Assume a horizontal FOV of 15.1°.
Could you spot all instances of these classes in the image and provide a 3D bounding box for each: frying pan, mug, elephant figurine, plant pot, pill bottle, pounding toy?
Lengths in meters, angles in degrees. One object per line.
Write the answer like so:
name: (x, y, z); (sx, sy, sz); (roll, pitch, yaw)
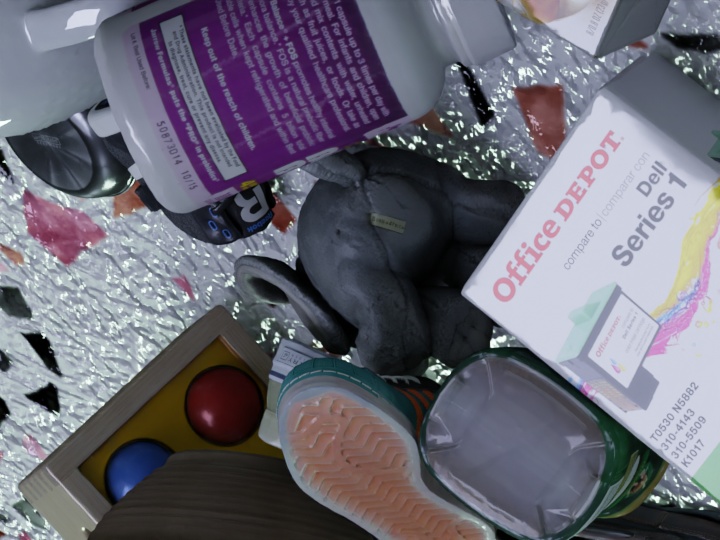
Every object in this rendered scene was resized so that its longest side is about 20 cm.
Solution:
frying pan: (-0.190, -0.114, 1.713); (0.115, 0.031, 0.190); (29, 144, 20)
mug: (-0.163, -0.159, 1.510); (0.200, 0.175, 0.148); (-3, 123, 47)
elephant figurine: (0.000, 0.000, 1.556); (0.200, 0.141, 0.155); (176, 86, -65)
plant pot: (-0.070, 0.159, 1.581); (0.201, 0.093, 0.201); (7, 166, 2)
pill bottle: (-0.026, -0.114, 1.398); (0.200, 0.112, 0.112); (-22, 115, 7)
pounding toy: (-0.074, 0.140, 1.727); (0.200, 0.184, 0.142); (47, 159, -2)

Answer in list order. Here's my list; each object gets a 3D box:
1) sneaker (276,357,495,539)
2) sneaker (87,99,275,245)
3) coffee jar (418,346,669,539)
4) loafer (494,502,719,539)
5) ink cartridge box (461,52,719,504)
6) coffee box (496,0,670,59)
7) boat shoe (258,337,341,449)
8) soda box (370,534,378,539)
sneaker: (0.009, 0.087, 1.466); (0.071, 0.080, 0.200); (-21, 144, 16)
sneaker: (-0.071, -0.072, 1.602); (0.200, 0.073, 0.112); (-4, 125, 57)
coffee jar: (0.108, 0.089, 1.474); (0.104, 0.200, 0.085); (35, 100, 14)
loafer: (0.168, 0.172, 1.594); (0.200, 0.063, 0.072); (21, 136, 31)
ink cartridge box: (0.173, 0.010, 1.372); (0.200, 0.084, 0.145); (39, 119, 10)
coffee box: (0.064, -0.201, 1.293); (0.200, 0.080, 0.114); (31, 118, 19)
boat shoe: (-0.016, 0.086, 1.594); (0.072, 0.062, 0.200); (26, 177, 23)
soda box: (0.049, 0.185, 1.668); (0.200, 0.068, 0.063); (74, 171, -54)
